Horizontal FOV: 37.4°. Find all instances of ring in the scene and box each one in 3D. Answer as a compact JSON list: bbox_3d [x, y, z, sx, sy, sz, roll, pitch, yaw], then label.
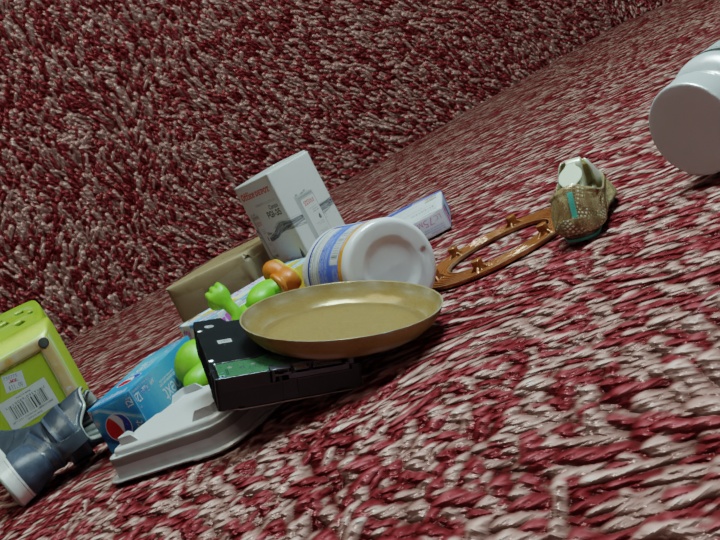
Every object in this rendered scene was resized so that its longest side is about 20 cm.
[{"bbox_3d":[0.159,-0.033,1.241,0.199,0.019,0.200,-28,9,5],"label":"ring"}]

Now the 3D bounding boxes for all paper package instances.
[{"bbox_3d":[-0.193,0.015,1.797,0.199,0.104,0.191,-23,8,33],"label":"paper package"}]

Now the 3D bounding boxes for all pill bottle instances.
[{"bbox_3d":[0.000,0.000,1.239,0.112,0.113,0.200,-31,8,-18],"label":"pill bottle"},{"bbox_3d":[0.385,-0.179,1.065,0.200,0.114,0.114,-34,10,-33],"label":"pill bottle"}]

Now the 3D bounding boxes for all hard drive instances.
[{"bbox_3d":[-0.088,0.082,1.057,0.139,0.038,0.200,-9,14,-13],"label":"hard drive"}]

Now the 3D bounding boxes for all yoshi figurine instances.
[{"bbox_3d":[-0.157,0.079,1.307,0.200,0.112,0.112,-47,-4,-29],"label":"yoshi figurine"}]

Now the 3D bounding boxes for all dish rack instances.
[{"bbox_3d":[-0.164,0.150,1.116,0.199,0.044,0.172,-23,10,35],"label":"dish rack"}]

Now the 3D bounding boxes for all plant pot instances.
[{"bbox_3d":[-0.494,0.176,1.523,0.199,0.200,0.181,-31,16,-23],"label":"plant pot"},{"bbox_3d":[-0.017,0.048,1.036,0.198,0.028,0.200,-6,15,1],"label":"plant pot"}]

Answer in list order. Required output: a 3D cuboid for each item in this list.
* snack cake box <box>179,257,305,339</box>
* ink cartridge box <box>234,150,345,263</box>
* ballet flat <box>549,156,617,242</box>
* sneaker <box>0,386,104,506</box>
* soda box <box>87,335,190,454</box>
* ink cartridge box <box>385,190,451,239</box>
[{"bbox_3d":[-0.149,0.057,1.527,0.199,0.068,0.115,-32,10,-23],"label":"snack cake box"},{"bbox_3d":[-0.095,-0.067,1.631,0.083,0.201,0.146,-32,9,-26],"label":"ink cartridge box"},{"bbox_3d":[0.238,-0.087,1.142,0.070,0.066,0.200,-14,13,15],"label":"ballet flat"},{"bbox_3d":[-0.387,0.206,1.322,0.146,0.077,0.202,-43,22,-17],"label":"sneaker"},{"bbox_3d":[-0.253,0.151,1.301,0.064,0.068,0.200,-26,9,17],"label":"soda box"},{"bbox_3d":[0.081,-0.072,1.649,0.119,0.042,0.200,-27,11,9],"label":"ink cartridge box"}]
